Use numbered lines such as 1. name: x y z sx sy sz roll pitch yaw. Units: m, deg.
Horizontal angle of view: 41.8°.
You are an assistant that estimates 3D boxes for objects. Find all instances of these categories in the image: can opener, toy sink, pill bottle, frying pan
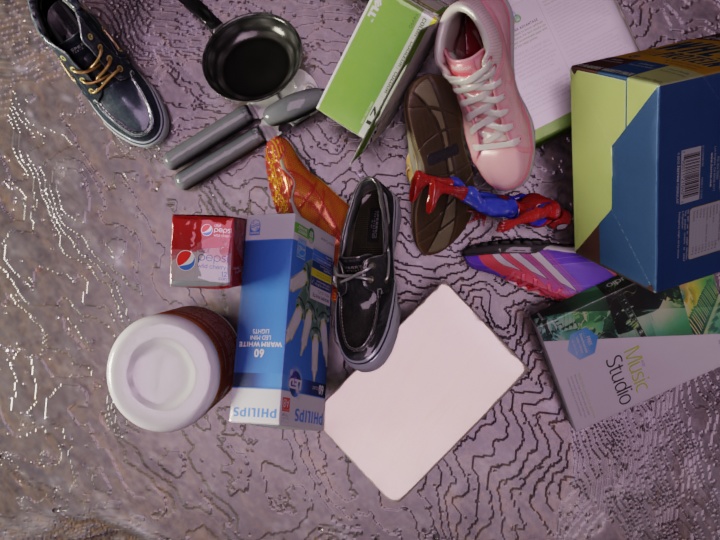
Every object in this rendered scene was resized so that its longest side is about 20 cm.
1. can opener: -0.131 -0.159 1.048 0.198 0.066 0.053 -30 91 7
2. toy sink: 0.064 0.129 1.020 0.130 0.112 0.200 44 89 4
3. pill bottle: -0.184 0.095 0.984 0.110 0.200 0.115 0 91 3
4. frying pan: -0.151 -0.243 1.043 0.187 0.031 0.116 20 72 16

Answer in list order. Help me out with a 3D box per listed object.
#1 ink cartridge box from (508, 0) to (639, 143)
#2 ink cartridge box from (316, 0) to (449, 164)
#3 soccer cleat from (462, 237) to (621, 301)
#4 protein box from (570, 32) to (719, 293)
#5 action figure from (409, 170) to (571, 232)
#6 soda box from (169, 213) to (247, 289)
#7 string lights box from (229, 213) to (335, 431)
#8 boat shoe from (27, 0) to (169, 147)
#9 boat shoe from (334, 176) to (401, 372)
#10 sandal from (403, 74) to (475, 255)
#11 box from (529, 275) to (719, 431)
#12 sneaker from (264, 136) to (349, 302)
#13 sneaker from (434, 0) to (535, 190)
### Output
1. ink cartridge box: 0.203 -0.254 1.020 0.146 0.076 0.203 -25 88 3
2. ink cartridge box: 0.016 -0.208 0.952 0.075 0.200 0.149 31 113 1
3. soccer cleat: 0.210 0.003 1.038 0.196 0.068 0.075 2 95 -1
4. protein box: 0.329 -0.114 0.935 0.197 0.135 0.202 -15 114 -20
5. action figure: 0.149 -0.068 1.016 0.197 0.065 0.053 5 103 -26
6. soda box: -0.142 -0.021 0.979 0.062 0.200 0.072 3 92 4
7. string lights box: -0.076 0.055 0.945 0.058 0.103 0.204 -2 78 22
8. boat shoe: -0.291 -0.222 1.035 0.071 0.091 0.201 -38 90 2
9. boat shoe: 0.000 0.000 0.972 0.071 0.071 0.204 -6 68 22
10. sandal: 0.078 -0.117 1.029 0.079 0.054 0.203 -18 116 -19
11. box: 0.298 0.073 1.024 0.197 0.036 0.146 -25 114 1
12. sneaker: -0.044 -0.061 1.052 0.076 0.073 0.202 -31 94 -20
13. sneaker: 0.120 -0.174 0.941 0.074 0.104 0.204 -3 102 30
